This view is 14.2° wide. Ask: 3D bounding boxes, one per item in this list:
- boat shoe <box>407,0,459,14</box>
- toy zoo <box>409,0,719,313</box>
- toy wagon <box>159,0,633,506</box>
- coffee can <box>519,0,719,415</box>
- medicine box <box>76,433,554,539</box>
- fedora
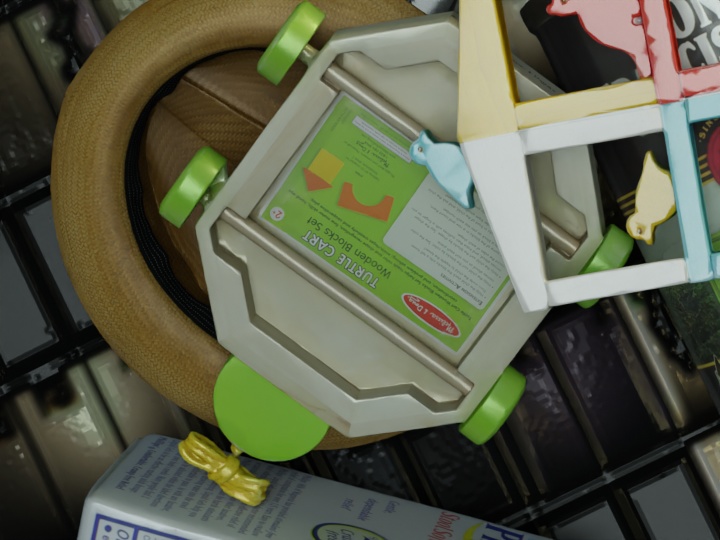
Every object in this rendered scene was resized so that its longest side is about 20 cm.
[{"bbox_3d":[0.042,-0.180,1.167,0.066,0.057,0.201,9,93,7],"label":"boat shoe"},{"bbox_3d":[0.114,-0.061,1.033,0.199,0.020,0.132,-9,92,12],"label":"toy zoo"},{"bbox_3d":[0.000,0.000,1.100,0.155,0.040,0.200,36,107,-2],"label":"toy wagon"},{"bbox_3d":[0.169,-0.043,1.110,0.146,0.146,0.201,-26,88,7],"label":"coffee can"},{"bbox_3d":[-0.022,0.184,1.145,0.199,0.103,0.183,15,104,6],"label":"medicine box"},{"bbox_3d":[-0.024,-0.030,1.162,0.199,0.082,0.202,1,102,4],"label":"fedora"}]
